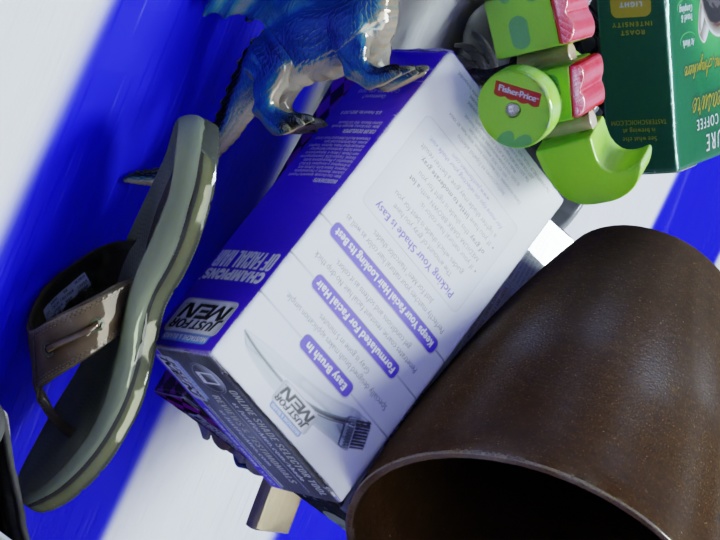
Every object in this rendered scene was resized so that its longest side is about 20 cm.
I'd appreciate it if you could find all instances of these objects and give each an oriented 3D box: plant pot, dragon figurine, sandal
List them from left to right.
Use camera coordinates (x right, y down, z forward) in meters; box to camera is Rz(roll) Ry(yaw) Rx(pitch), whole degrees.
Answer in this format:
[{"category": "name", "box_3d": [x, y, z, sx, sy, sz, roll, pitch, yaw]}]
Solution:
[{"category": "sandal", "box_3d": [-0.122, 0.016, 1.200, 0.080, 0.057, 0.201, -128, -122, -68]}, {"category": "dragon figurine", "box_3d": [-0.034, -0.118, 1.225, 0.200, 0.100, 0.059, -27, 176, 18]}, {"category": "plant pot", "box_3d": [0.114, 0.078, 1.286, 0.187, 0.187, 0.200, 91, 20, -49]}]

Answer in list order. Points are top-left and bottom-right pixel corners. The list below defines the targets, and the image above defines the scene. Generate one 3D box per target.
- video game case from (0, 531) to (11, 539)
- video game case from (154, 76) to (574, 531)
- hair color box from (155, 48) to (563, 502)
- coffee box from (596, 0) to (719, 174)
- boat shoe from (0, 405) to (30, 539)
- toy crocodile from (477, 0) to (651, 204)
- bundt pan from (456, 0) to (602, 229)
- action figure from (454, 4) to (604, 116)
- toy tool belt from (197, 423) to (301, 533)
[{"category": "video game case", "box_3d": [-0.231, 0.160, 1.030, 0.200, 0.023, 0.182, -36, 152, -1]}, {"category": "video game case", "box_3d": [0.012, 0.026, 1.326, 0.181, 0.036, 0.200, 38, 72, -30]}, {"category": "hair color box", "box_3d": [0.000, 0.000, 1.254, 0.109, 0.065, 0.200, 51, 64, -28]}, {"category": "coffee box", "box_3d": [0.161, -0.155, 1.364, 0.123, 0.044, 0.201, -24, 110, -63]}, {"category": "boat shoe", "box_3d": [-0.176, 0.096, 1.162, 0.067, 0.057, 0.200, -50, 156, -32]}, {"category": "toy crocodile", "box_3d": [0.084, -0.127, 1.246, 0.067, 0.062, 0.200, -33, 108, -61]}, {"category": "bundt pan", "box_3d": [0.111, -0.118, 1.566, 0.202, 0.076, 0.202, -50, 155, -33]}, {"category": "action figure", "box_3d": [0.051, -0.086, 1.415, 0.200, 0.102, 0.119, -30, 168, 34]}, {"category": "toy tool belt", "box_3d": [0.000, 0.059, 1.418, 0.200, 0.125, 0.123, -22, 106, -42]}]
